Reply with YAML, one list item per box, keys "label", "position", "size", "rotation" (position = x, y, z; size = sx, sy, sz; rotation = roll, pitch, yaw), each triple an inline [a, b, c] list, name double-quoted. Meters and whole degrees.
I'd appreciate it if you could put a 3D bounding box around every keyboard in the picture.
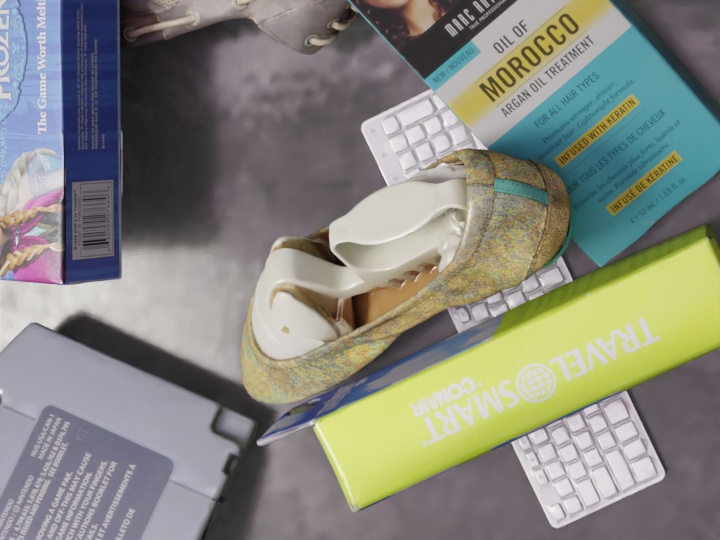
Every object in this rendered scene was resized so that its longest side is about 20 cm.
- label: "keyboard"
  position: [0.068, 0.013, 1.110]
  size: [0.056, 0.011, 0.200]
  rotation: [-26, 89, 13]

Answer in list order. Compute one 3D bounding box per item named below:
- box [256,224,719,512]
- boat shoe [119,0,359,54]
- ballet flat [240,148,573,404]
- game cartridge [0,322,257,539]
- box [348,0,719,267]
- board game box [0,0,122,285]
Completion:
- label: "box"
  position: [0.063, 0.042, 1.046]
  size: [0.200, 0.122, 0.048]
  rotation: [-25, 90, 8]
- label: "boat shoe"
  position: [-0.027, -0.136, 1.097]
  size: [0.200, 0.075, 0.073]
  rotation: [-5, 111, 15]
- label: "ballet flat"
  position: [0.000, 0.000, 1.060]
  size: [0.200, 0.071, 0.071]
  rotation: [-27, 88, 39]
- label: "game cartridge"
  position: [-0.146, 0.132, 1.122]
  size: [0.133, 0.042, 0.200]
  rotation: [23, 79, 10]
- label: "box"
  position: [0.064, -0.101, 1.041]
  size: [0.082, 0.049, 0.200]
  rotation: [-41, 111, 12]
- label: "board game box"
  position: [-0.193, -0.098, 1.107]
  size: [0.199, 0.043, 0.200]
  rotation: [3, 95, 36]
